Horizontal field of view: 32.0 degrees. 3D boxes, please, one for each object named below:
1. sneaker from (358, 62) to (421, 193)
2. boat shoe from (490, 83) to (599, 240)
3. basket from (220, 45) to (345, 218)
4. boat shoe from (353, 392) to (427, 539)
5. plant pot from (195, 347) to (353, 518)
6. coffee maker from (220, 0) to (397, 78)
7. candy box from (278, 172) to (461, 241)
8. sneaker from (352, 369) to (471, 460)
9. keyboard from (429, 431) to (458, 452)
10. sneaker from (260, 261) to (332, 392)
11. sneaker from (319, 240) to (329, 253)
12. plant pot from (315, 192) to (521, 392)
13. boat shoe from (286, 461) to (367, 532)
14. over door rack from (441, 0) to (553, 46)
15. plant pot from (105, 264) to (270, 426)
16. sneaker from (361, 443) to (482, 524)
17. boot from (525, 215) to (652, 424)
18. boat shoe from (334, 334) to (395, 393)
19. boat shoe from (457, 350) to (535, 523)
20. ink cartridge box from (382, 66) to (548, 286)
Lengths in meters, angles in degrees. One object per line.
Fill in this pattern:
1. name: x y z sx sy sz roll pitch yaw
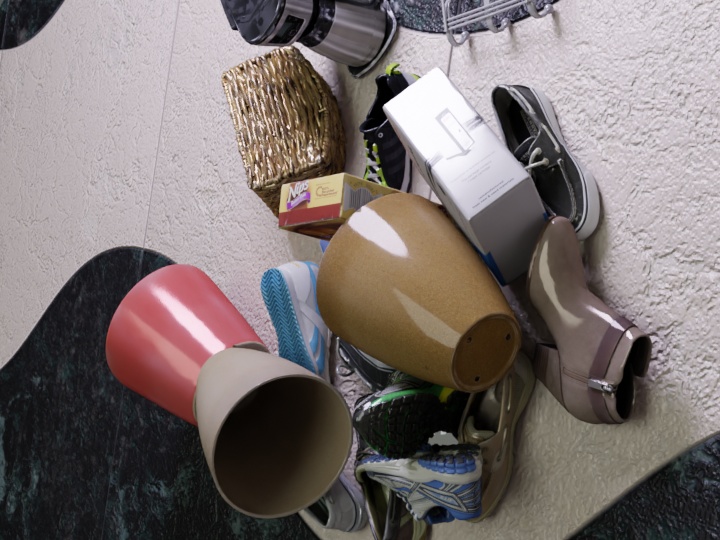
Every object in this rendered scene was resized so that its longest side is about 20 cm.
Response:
1. sneaker: 0.023 -0.158 1.569 0.071 0.082 0.203 23 102 48
2. boat shoe: 0.195 -0.120 1.377 0.071 0.063 0.202 -45 54 35
3. basket: -0.087 -0.186 1.719 0.141 0.149 0.203 -21 64 9
4. boat shoe: 0.025 0.240 1.519 0.072 0.065 0.203 -38 57 40
5. plant pot: -0.132 0.177 1.582 0.200 0.185 0.190 39 113 57
6. coffee maker: -0.079 -0.353 1.628 0.192 0.198 0.136 43 115 43
7. candy box: 0.016 -0.059 1.473 0.116 0.198 0.057 -5 77 49
8. sneaker: 0.049 0.151 1.387 0.084 0.199 0.079 24 106 30
9. keyboard: 0.091 0.179 1.488 0.103 0.040 0.203 -10 74 24
10. sneaker: -0.066 0.087 1.647 0.076 0.080 0.203 -4 100 47
11. sneaker: 0.000 0.000 1.577 0.200 0.076 0.077 43 118 45
12. plant pot: 0.080 0.042 1.358 0.200 0.184 0.189 39 113 47
13. boat shoe: -0.067 0.266 1.622 0.199 0.066 0.075 32 108 47
14. over door rack: 0.145 -0.378 1.459 0.147 0.066 0.203 -9 98 48
15. plant pot: -0.228 0.120 1.756 0.176 0.199 0.203 33 109 36
16. sneaker: 0.067 0.241 1.395 0.199 0.076 0.087 -8 95 61
17. boot: 0.238 0.055 1.288 0.146 0.069 0.204 20 113 56
18. boat shoe: 0.005 0.099 1.545 0.199 0.073 0.069 38 118 58
19. boat shoe: 0.135 0.184 1.393 0.072 0.065 0.203 25 101 37
20. ink cartridge box: 0.122 -0.105 1.386 0.084 0.146 0.201 -35 52 1
